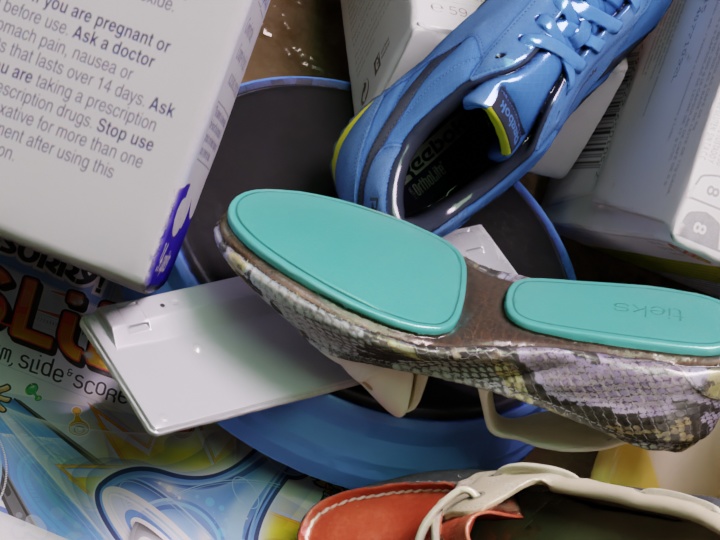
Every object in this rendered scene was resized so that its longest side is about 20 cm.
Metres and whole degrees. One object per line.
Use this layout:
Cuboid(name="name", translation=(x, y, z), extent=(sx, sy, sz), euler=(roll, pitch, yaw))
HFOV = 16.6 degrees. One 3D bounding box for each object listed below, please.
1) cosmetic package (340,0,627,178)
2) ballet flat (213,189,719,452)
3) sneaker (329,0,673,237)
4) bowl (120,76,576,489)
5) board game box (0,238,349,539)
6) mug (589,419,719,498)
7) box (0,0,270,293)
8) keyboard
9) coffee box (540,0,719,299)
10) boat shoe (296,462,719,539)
Cuboid(name="cosmetic package", translation=(0.046, -0.140, 1.083), extent=(0.101, 0.074, 0.201), euler=(11, 46, -19))
Cuboid(name="ballet flat", translation=(0.039, 0.028, 0.902), extent=(0.199, 0.072, 0.072), euler=(14, 56, 4))
Cuboid(name="sneaker", translation=(0.072, -0.084, 0.955), extent=(0.200, 0.078, 0.066), euler=(-46, 109, -1))
Cuboid(name="bowl", translation=(0.000, 0.000, 1.002), extent=(0.199, 0.039, 0.202), euler=(16, 43, -16))
Cuboid(name="board game box", translation=(-0.088, 0.073, 0.956), extent=(0.199, 0.035, 0.136), euler=(23, 55, -9))
Cuboid(name="mug", translation=(0.155, 0.124, 0.955), extent=(0.185, 0.154, 0.150), euler=(-5, 56, 14))
Cuboid(name="box", translation=(-0.122, -0.117, 0.892), extent=(0.183, 0.105, 0.201), euler=(21, 90, 1))
Cuboid(name="keyboard", translation=(-0.011, 0.020, 0.939), extent=(0.199, 0.011, 0.056), euler=(-13, 62, -38))
Cuboid(name="coffee box", translation=(0.216, -0.074, 1.019), extent=(0.196, 0.200, 0.201), euler=(21, 88, -11))
Cuboid(name="boat shoe", translation=(0.057, 0.102, 0.874), extent=(0.199, 0.063, 0.072), euler=(5, 67, 32))
